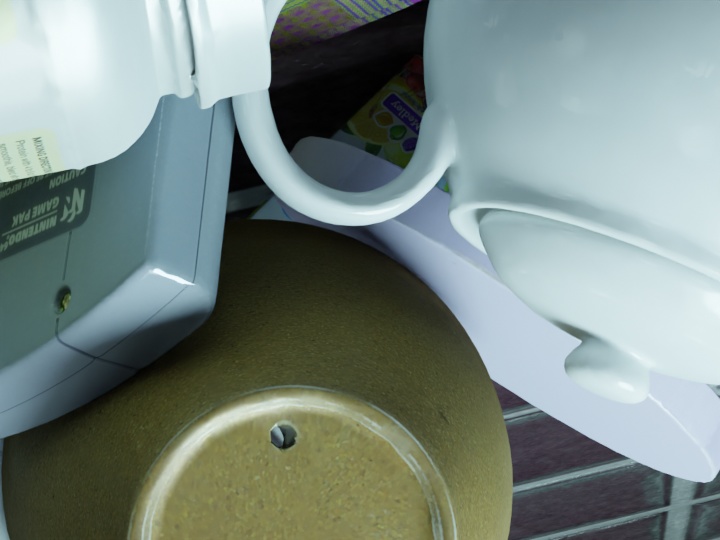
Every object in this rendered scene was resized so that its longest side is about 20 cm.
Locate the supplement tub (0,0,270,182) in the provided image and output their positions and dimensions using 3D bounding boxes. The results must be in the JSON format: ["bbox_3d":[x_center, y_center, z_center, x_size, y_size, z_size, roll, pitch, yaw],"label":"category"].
[{"bbox_3d":[-0.132,-0.087,0.537,0.200,0.145,0.145,-11,163,-5],"label":"supplement tub"}]

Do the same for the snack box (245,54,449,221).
[{"bbox_3d":[0.000,0.000,0.960,0.142,0.053,0.200,-46,164,-9],"label":"snack box"}]

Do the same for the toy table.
[{"bbox_3d":[0.081,-0.022,0.801,0.200,0.117,0.184,39,166,-16],"label":"toy table"}]

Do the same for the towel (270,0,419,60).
[{"bbox_3d":[-0.007,-0.123,0.725,0.200,0.023,0.144,-20,161,20],"label":"towel"}]

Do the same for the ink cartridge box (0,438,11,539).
[{"bbox_3d":[-0.172,0.035,0.796,0.144,0.200,0.085,4,166,-43],"label":"ink cartridge box"}]

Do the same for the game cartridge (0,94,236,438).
[{"bbox_3d":[-0.111,-0.014,0.665,0.042,0.133,0.200,20,152,-40],"label":"game cartridge"}]

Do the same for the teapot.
[{"bbox_3d":[0.093,-0.033,0.625,0.200,0.146,0.197,18,169,35],"label":"teapot"}]

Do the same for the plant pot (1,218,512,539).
[{"bbox_3d":[-0.030,0.075,0.672,0.186,0.187,0.200,-12,-179,-4],"label":"plant pot"}]

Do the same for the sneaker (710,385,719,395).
[{"bbox_3d":[0.179,0.001,0.928,0.200,0.112,0.078,20,175,-2],"label":"sneaker"}]
